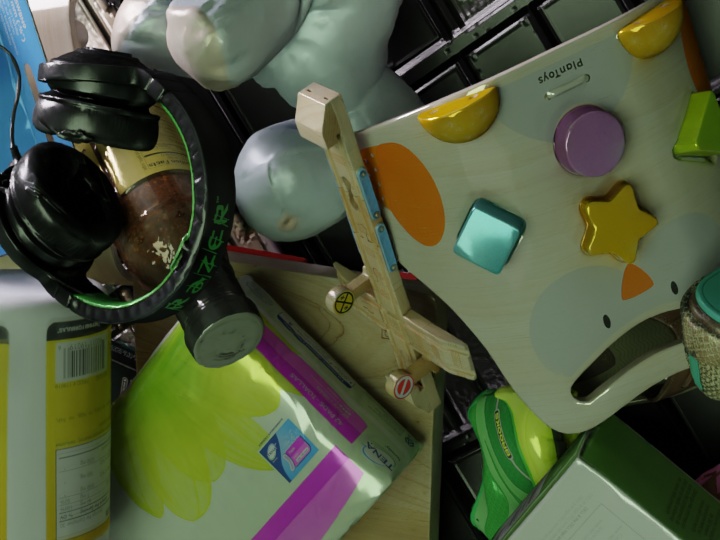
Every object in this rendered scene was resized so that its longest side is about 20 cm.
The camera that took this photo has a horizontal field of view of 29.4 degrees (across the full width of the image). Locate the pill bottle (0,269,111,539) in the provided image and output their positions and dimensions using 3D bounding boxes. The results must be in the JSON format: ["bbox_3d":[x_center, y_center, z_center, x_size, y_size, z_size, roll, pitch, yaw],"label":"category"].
[{"bbox_3d":[-0.193,0.106,0.753,0.110,0.112,0.204,6,98,22],"label":"pill bottle"}]

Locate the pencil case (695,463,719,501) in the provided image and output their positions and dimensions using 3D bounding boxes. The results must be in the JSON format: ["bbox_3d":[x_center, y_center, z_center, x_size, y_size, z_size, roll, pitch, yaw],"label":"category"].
[{"bbox_3d":[0.237,0.115,0.727,0.086,0.083,0.200,38,119,-11],"label":"pencil case"}]

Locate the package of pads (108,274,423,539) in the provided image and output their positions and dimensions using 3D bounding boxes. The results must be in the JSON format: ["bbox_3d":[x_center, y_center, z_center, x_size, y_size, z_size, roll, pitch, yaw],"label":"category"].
[{"bbox_3d":[-0.082,0.119,0.803,0.154,0.068,0.201,43,118,6],"label":"package of pads"}]

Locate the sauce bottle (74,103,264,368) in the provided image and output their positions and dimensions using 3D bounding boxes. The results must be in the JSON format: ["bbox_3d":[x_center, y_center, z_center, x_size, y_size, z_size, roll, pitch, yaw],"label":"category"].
[{"bbox_3d":[-0.111,-0.033,0.746,0.066,0.065,0.201,-51,51,28],"label":"sauce bottle"}]

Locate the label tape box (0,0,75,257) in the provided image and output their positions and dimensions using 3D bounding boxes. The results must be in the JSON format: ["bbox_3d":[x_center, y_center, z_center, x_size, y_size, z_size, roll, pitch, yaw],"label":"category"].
[{"bbox_3d":[-0.238,-0.076,0.799,0.199,0.063,0.146,-9,100,57],"label":"label tape box"}]

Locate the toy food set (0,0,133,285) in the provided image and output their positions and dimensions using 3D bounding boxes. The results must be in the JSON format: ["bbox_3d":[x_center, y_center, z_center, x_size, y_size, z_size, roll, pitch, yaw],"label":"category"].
[{"bbox_3d":[-0.202,-0.086,0.885,0.142,0.060,0.203,2,106,36],"label":"toy food set"}]

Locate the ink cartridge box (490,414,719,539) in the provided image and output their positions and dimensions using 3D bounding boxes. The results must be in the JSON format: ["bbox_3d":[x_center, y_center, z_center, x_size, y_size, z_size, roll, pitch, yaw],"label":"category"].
[{"bbox_3d":[0.165,0.178,0.698,0.199,0.059,0.104,39,120,6],"label":"ink cartridge box"}]

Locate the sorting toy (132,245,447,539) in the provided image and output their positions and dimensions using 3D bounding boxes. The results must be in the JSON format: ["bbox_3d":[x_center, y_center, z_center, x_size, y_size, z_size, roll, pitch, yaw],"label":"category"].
[{"bbox_3d":[-0.037,0.085,0.850,0.197,0.070,0.202,9,110,21],"label":"sorting toy"}]

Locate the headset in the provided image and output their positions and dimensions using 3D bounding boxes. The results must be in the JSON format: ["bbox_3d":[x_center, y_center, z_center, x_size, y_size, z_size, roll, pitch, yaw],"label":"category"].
[{"bbox_3d":[-0.151,-0.057,0.680,0.199,0.093,0.125,37,109,27],"label":"headset"}]

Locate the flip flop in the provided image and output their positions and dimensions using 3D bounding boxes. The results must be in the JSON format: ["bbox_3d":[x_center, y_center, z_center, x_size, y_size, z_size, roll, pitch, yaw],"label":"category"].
[{"bbox_3d":[0.162,0.036,0.751,0.198,0.058,0.082,-24,96,29],"label":"flip flop"}]

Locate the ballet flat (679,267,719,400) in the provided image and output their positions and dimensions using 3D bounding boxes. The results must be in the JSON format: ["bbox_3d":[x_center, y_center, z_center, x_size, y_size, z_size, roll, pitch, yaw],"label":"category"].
[{"bbox_3d":[0.237,0.002,0.672,0.068,0.198,0.076,47,159,41],"label":"ballet flat"}]

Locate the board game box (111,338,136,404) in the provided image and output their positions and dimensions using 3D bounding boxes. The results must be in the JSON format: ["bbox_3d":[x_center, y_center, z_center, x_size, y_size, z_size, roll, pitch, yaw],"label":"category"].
[{"bbox_3d":[-0.208,0.135,0.967,0.134,0.028,0.203,21,114,18],"label":"board game box"}]

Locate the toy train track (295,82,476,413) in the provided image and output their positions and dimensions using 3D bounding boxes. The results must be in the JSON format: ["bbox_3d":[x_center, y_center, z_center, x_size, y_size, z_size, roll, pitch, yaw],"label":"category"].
[{"bbox_3d":[0.000,0.000,0.695,0.114,0.032,0.202,31,148,47],"label":"toy train track"}]

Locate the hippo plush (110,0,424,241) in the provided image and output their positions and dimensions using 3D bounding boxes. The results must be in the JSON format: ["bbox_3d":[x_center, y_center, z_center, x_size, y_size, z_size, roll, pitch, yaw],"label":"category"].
[{"bbox_3d":[-0.026,-0.110,0.767,0.198,0.159,0.163,-27,119,-12],"label":"hippo plush"}]

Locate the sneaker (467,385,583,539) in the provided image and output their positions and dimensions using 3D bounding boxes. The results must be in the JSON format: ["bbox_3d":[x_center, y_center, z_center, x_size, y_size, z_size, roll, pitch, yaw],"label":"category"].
[{"bbox_3d":[0.113,0.150,0.805,0.083,0.074,0.203,11,124,47],"label":"sneaker"}]

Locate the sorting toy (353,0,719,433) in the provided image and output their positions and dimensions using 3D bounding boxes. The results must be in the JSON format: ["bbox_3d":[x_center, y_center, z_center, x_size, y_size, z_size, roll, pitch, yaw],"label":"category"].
[{"bbox_3d":[0.117,-0.023,0.676,0.198,0.107,0.182,-26,99,-7],"label":"sorting toy"}]
